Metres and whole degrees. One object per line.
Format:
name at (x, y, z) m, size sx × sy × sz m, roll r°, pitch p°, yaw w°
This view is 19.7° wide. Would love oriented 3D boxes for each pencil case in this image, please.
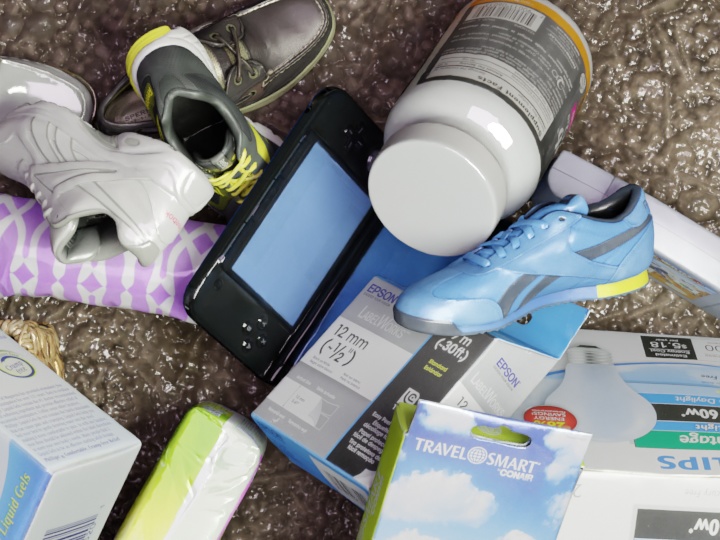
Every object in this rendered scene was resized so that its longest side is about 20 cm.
pencil case at (-0.186, -0.003, 1.527) m, size 0.199 × 0.084 × 0.086 m, roll 8°, pitch 123°, yaw 1°

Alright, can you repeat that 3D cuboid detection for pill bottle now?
pill bottle at (0.084, -0.104, 1.467) m, size 0.116 × 0.200 × 0.117 m, roll 14°, pitch 131°, yaw 17°

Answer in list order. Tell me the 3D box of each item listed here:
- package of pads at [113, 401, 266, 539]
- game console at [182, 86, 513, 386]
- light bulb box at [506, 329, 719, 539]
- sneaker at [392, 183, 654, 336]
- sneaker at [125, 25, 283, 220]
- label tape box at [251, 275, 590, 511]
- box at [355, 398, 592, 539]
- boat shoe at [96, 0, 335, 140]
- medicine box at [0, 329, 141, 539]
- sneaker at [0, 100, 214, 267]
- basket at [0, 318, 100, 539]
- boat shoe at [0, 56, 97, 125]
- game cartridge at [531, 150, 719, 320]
package of pads at (-0.137, 0.192, 1.484) m, size 0.068 × 0.155 × 0.201 m, roll 30°, pitch 89°, yaw 0°
game console at (0.000, 0.000, 1.494) m, size 0.118 × 0.171 × 0.201 m, roll 23°, pitch 75°, yaw 42°
light bulb box at (0.187, 0.142, 1.452) m, size 0.197 × 0.200 × 0.126 m, roll 3°, pitch 115°, yaw -2°
sneaker at (0.109, -0.012, 1.388) m, size 0.199 × 0.066 × 0.079 m, roll -15°, pitch 117°, yaw -24°
sneaker at (-0.102, -0.081, 1.491) m, size 0.074 × 0.085 × 0.200 m, roll -33°, pitch 127°, yaw 9°
label tape box at (0.041, 0.066, 1.417) m, size 0.200 × 0.143 × 0.066 m, roll -50°, pitch 128°, yaw -11°
box at (0.061, 0.170, 1.323) m, size 0.121 × 0.048 × 0.201 m, roll 11°, pitch 112°, yaw -13°
boat shoe at (-0.106, -0.147, 1.538) m, size 0.199 × 0.065 × 0.073 m, roll -33°, pitch 88°, yaw -3°
medicine box at (-0.277, 0.143, 1.391) m, size 0.200 × 0.103 × 0.183 m, roll 35°, pitch 112°, yaw 22°
sneaker at (-0.203, -0.055, 1.460) m, size 0.199 × 0.078 × 0.100 m, roll 15°, pitch 66°, yaw 39°
basket at (-0.275, 0.141, 1.485) m, size 0.142 × 0.149 × 0.201 m, roll -12°, pitch 89°, yaw -1°
boat shoe at (-0.296, -0.131, 1.532) m, size 0.199 × 0.068 × 0.075 m, roll 7°, pitch 88°, yaw -1°
game cartridge at (0.218, -0.019, 1.507) m, size 0.199 × 0.133 × 0.042 m, roll 31°, pitch 90°, yaw 1°
